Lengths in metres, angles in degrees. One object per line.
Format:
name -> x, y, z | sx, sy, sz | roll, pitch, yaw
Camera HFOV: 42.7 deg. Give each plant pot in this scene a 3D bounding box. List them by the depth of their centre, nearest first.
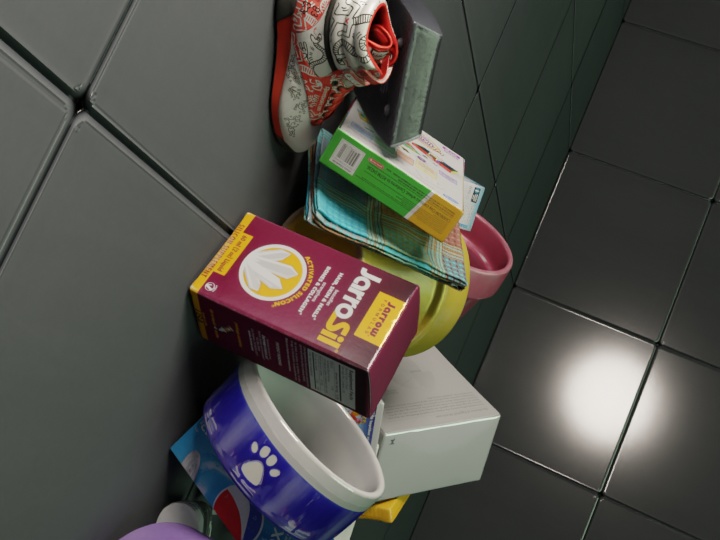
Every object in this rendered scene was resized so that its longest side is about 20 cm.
plant pot -> 0.000, 0.000, 1.066 | 0.188, 0.199, 0.204 | 7, 105, -57
plant pot -> 0.111, 0.006, 1.441 | 0.180, 0.199, 0.200 | -59, 170, 29

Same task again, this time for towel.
towel -> 0.030, -0.068, 0.997 | 0.022, 0.198, 0.148 | -48, -151, 37

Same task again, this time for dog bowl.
dog bowl -> -0.068, 0.180, 0.960 | 0.079, 0.201, 0.200 | -43, 166, 9

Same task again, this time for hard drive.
hard drive -> 0.033, -0.219, 0.942 | 0.201, 0.042, 0.137 | -112, -151, -58

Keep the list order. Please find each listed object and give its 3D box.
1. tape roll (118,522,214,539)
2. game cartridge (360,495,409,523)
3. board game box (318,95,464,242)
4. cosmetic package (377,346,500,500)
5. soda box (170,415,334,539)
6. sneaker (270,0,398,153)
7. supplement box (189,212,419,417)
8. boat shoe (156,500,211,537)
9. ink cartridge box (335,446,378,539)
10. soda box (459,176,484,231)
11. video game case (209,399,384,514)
tape roll -> -0.191, 0.363, 0.915 | 0.198, 0.084, 0.204 | -10, 104, -44
game cartridge -> -0.013, 0.301, 1.361 | 0.176, 0.197, 0.033 | -39, 129, -58
board game box -> 0.041, -0.119, 0.995 | 0.041, 0.152, 0.200 | -54, -174, 22
cosmetic package -> 0.058, 0.211, 1.331 | 0.196, 0.200, 0.125 | -3, 119, -30
soda box -> -0.109, 0.241, 0.966 | 0.064, 0.201, 0.068 | -43, 166, 9
sneaker -> -0.024, -0.181, 0.878 | 0.067, 0.106, 0.204 | -53, 158, -41
supplement box -> -0.052, 0.041, 0.900 | 0.111, 0.197, 0.086 | -56, 159, -32
boat shoe -> -0.213, 0.352, 1.017 | 0.068, 0.071, 0.204 | 31, 74, -72
ink cartridge box -> -0.072, 0.285, 1.219 | 0.082, 0.146, 0.203 | 5, 107, -41
soda box -> 0.111, -0.114, 1.313 | 0.200, 0.067, 0.065 | -120, -133, -72
video game case -> -0.075, 0.219, 1.096 | 0.018, 0.196, 0.146 | -137, -126, -63
